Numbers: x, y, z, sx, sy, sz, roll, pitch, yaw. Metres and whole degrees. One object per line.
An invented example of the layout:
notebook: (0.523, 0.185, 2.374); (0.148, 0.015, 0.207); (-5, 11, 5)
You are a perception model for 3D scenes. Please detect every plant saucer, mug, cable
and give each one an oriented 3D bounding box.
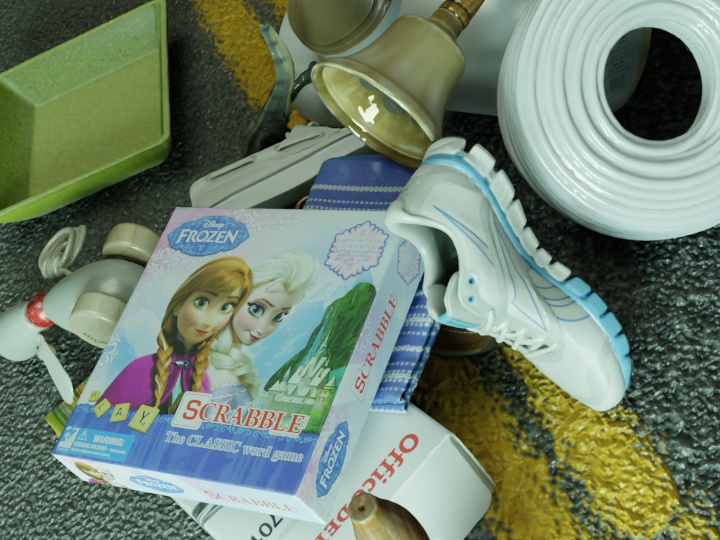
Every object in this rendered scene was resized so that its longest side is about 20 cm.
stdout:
plant saucer: (-0.253, -0.139, 1.210); (0.199, 0.048, 0.201); (-22, 48, 15)
mug: (0.137, -0.193, 0.963); (0.152, 0.149, 0.187); (21, 75, 31)
cable: (0.192, -0.119, 0.851); (0.200, 0.200, 0.069); (-47, 4, 0)

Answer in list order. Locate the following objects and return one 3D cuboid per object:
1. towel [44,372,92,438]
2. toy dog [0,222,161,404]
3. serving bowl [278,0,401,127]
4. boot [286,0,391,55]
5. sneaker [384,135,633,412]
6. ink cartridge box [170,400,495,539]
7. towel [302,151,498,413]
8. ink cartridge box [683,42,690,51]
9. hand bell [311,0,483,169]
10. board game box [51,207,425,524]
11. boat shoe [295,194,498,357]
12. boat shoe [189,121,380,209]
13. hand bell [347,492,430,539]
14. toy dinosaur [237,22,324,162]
towel: (-0.161, 0.066, 1.021); (0.200, 0.018, 0.086); (-47, 48, -9)
toy dog: (-0.203, 0.039, 1.017); (0.199, 0.096, 0.132); (1, 54, 58)
serving bowl: (0.006, -0.219, 1.094); (0.199, 0.066, 0.201); (-22, 46, 24)
boot: (0.026, -0.267, 1.006); (0.076, 0.200, 0.155); (35, 45, 2)
sneaker: (0.085, 0.020, 0.803); (0.087, 0.200, 0.075); (-44, 6, -33)
ink cartridge box: (-0.035, 0.131, 0.852); (0.147, 0.086, 0.200); (-48, 45, -12)
towel: (0.000, 0.000, 0.866); (0.144, 0.024, 0.201); (3, 55, 32)
ink cartridge box: (0.277, -0.282, 0.983); (0.144, 0.088, 0.201); (-23, 47, 14)
hand bell: (0.066, -0.177, 0.867); (0.104, 0.104, 0.201); (25, 73, 40)
board game box: (-0.075, 0.050, 0.831); (0.199, 0.041, 0.201); (2, 56, 33)
boat shoe: (0.022, -0.002, 0.926); (0.199, 0.074, 0.076); (24, 70, 40)
boat shoe: (-0.037, -0.081, 1.003); (0.199, 0.072, 0.066); (-27, 59, -3)
hand bell: (0.040, 0.171, 0.698); (0.103, 0.200, 0.105); (-15, 50, 20)
toy dinosaur: (-0.062, -0.120, 1.033); (0.088, 0.201, 0.047); (-26, 59, -38)
